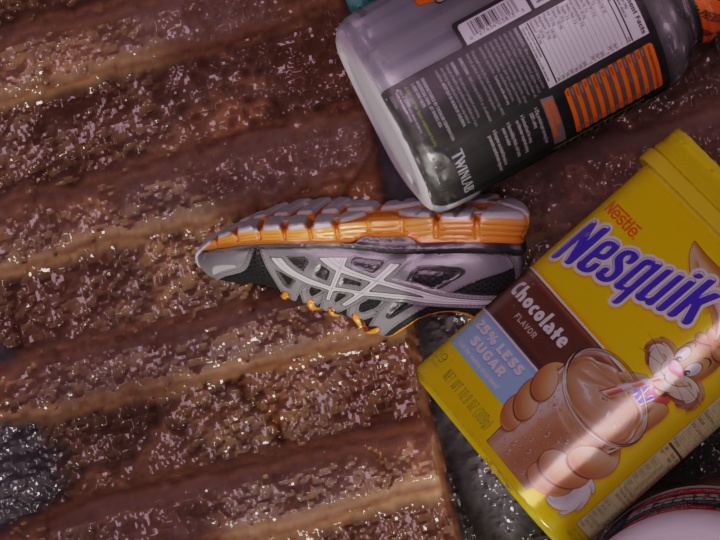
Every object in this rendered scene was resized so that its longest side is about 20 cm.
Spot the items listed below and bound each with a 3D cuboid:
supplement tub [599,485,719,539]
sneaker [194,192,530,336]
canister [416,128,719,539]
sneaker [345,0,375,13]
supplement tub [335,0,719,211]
[{"bbox_3d":[0.180,0.188,1.340,0.139,0.200,0.142,0,91,9],"label":"supplement tub"},{"bbox_3d":[0.000,0.000,1.461,0.199,0.078,0.078,0,106,18],"label":"sneaker"},{"bbox_3d":[0.145,0.040,1.388,0.200,0.087,0.149,-41,51,1],"label":"canister"},{"bbox_3d":[0.068,-0.219,1.467,0.199,0.078,0.091,-35,64,5],"label":"sneaker"},{"bbox_3d":[0.097,-0.129,1.410,0.199,0.123,0.123,-29,81,-4],"label":"supplement tub"}]
